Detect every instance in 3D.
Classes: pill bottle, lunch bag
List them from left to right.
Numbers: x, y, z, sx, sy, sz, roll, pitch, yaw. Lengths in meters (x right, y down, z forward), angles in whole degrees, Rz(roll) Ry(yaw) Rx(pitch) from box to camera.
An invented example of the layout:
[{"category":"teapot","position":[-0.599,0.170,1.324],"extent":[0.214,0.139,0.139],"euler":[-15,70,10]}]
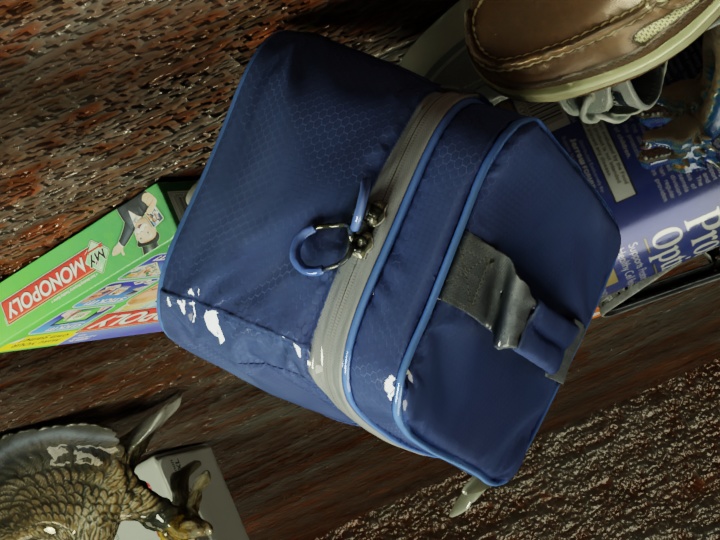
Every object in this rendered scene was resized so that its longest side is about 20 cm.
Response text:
[{"category":"lunch bag","position":[0.022,-0.002,0.865],"extent":[0.132,0.136,0.200],"euler":[21,175,22]},{"category":"pill bottle","position":[0.159,-0.066,1.069],"extent":[0.200,0.112,0.112],"euler":[-24,169,5]}]

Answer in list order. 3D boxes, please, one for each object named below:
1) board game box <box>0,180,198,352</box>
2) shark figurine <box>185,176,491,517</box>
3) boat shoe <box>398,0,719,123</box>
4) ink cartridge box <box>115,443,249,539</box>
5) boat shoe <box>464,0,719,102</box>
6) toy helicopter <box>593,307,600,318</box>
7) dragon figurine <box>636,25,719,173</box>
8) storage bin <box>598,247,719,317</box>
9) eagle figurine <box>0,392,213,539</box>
[{"category":"board game box","position":[-0.079,-0.006,1.087],"extent":[0.134,0.029,0.200],"euler":[-31,167,32]},{"category":"shark figurine","position":[0.020,0.004,1.036],"extent":[0.128,0.215,0.089],"euler":[-47,-163,-22]},{"category":"boat shoe","position":[0.098,-0.097,0.890],"extent":[0.201,0.072,0.070],"euler":[-29,169,36]},{"category":"ink cartridge box","position":[-0.187,0.248,1.789],"extent":[0.200,0.146,0.083],"euler":[-29,169,28]},{"category":"boat shoe","position":[0.116,-0.134,0.788],"extent":[0.202,0.075,0.075],"euler":[-32,153,16]},{"category":"toy helicopter","position":[0.059,0.022,1.395],"extent":[0.132,0.079,0.200],"euler":[-14,170,-37]},{"category":"dragon figurine","position":[0.203,-0.112,0.961],"extent":[0.200,0.059,0.099],"euler":[-23,138,4]},{"category":"storage bin","position":[0.212,-0.060,1.262],"extent":[0.135,0.094,0.200],"euler":[-17,167,-29]},{"category":"eagle figurine","position":[-0.202,0.159,1.465],"extent":[0.200,0.151,0.152],"euler":[10,115,-14]}]
